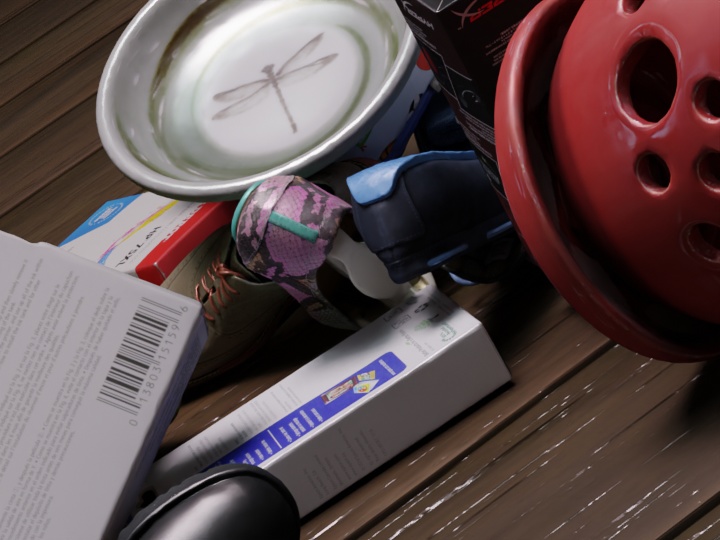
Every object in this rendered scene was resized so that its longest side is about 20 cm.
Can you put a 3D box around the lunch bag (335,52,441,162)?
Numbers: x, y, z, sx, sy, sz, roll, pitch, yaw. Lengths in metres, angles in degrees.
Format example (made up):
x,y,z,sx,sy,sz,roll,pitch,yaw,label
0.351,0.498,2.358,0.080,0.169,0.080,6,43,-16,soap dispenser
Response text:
x,y,z,sx,sy,sz,roll,pitch,yaw,label
-0.036,-0.125,1.646,0.199,0.076,0.161,4,54,36,lunch bag

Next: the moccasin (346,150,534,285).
x,y,z,sx,sy,sz,roll,pitch,yaw,label
0.056,-0.023,1.428,0.080,0.069,0.200,-19,-7,38,moccasin

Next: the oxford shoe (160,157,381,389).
x,y,z,sx,sy,sz,roll,pitch,yaw,label
-0.071,0.001,1.542,0.200,0.071,0.075,-41,-16,21,oxford shoe

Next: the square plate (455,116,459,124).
x,y,z,sx,sy,sz,roll,pitch,yaw,label
0.149,-0.144,1.612,0.197,0.029,0.200,-10,21,5,square plate

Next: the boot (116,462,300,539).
x,y,z,sx,sy,sz,roll,pitch,yaw,label
-0.090,0.174,1.165,0.198,0.073,0.162,-40,16,-5,boot

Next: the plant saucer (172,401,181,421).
x,y,z,sx,sy,sz,roll,pitch,yaw,label
-0.165,0.111,1.447,0.200,0.031,0.200,-38,-3,-2,plant saucer

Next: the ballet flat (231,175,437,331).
x,y,z,sx,sy,sz,roll,pitch,yaw,label
0.000,0.000,1.444,0.069,0.071,0.200,-62,-25,-1,ballet flat

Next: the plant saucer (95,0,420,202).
x,y,z,sx,sy,sz,roll,pitch,yaw,label
-0.049,-0.106,1.542,0.199,0.050,0.201,-16,46,17,plant saucer

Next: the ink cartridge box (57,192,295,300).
x,y,z,sx,sy,sz,roll,pitch,yaw,label
-0.112,-0.001,1.691,0.200,0.067,0.116,-12,26,46,ink cartridge box

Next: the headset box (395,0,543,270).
x,y,z,sx,sy,sz,roll,pitch,yaw,label
0.124,-0.091,1.327,0.148,0.200,0.075,-34,28,-7,headset box

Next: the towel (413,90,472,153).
x,y,z,sx,sy,sz,roll,pitch,yaw,label
0.082,-0.114,1.697,0.111,0.049,0.200,-21,20,4,towel

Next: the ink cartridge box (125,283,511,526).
x,y,z,sx,sy,sz,roll,pitch,yaw,label
-0.027,0.082,1.369,0.200,0.039,0.099,-31,17,-5,ink cartridge box

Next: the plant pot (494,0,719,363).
x,y,z,sx,sy,sz,roll,pitch,yaw,label
0.174,-0.066,1.185,0.182,0.201,0.200,-25,17,42,plant pot

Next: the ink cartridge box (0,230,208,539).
x,y,z,sx,sy,sz,roll,pitch,yaw,label
-0.190,0.079,1.328,0.044,0.173,0.201,89,-157,-71,ink cartridge box
